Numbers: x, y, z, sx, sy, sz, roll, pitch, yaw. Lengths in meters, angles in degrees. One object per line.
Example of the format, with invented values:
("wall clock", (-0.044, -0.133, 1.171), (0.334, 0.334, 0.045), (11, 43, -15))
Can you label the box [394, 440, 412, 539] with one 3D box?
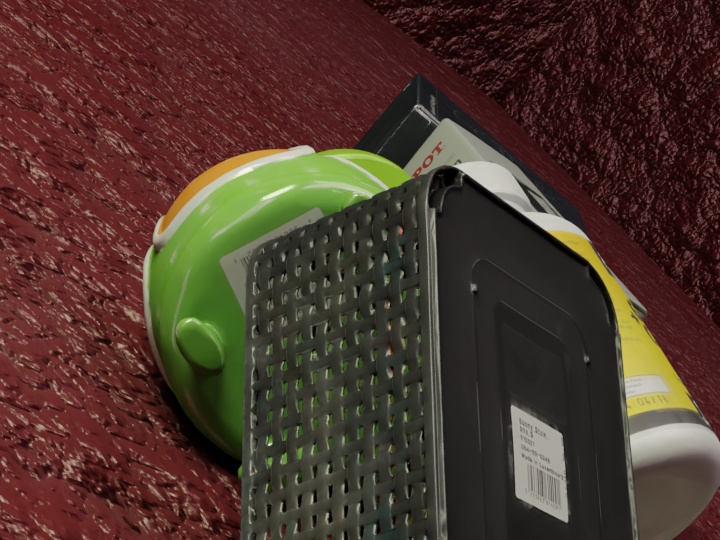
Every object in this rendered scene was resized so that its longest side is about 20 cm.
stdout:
("box", (0.074, 0.165, 0.857), (0.117, 0.048, 0.200), (36, 15, -26))

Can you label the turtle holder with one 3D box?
("turtle holder", (-0.020, 0.022, 0.837), (0.185, 0.141, 0.132), (32, 7, -29))

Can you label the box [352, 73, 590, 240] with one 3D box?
("box", (0.084, -0.050, 1.509), (0.196, 0.124, 0.200), (42, 11, -7))

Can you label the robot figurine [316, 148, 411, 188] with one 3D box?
("robot figurine", (0.000, 0.000, 1.051), (0.174, 0.116, 0.200), (23, 17, -23))

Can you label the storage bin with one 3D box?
("storage bin", (0.033, 0.080, 0.674), (0.135, 0.093, 0.202), (31, 48, -44))

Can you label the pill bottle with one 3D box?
("pill bottle", (0.086, 0.044, 0.879), (0.112, 0.112, 0.201), (27, 28, -51))

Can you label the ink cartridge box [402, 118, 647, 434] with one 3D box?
("ink cartridge box", (0.074, 0.015, 1.173), (0.083, 0.146, 0.200), (30, 15, -36))
